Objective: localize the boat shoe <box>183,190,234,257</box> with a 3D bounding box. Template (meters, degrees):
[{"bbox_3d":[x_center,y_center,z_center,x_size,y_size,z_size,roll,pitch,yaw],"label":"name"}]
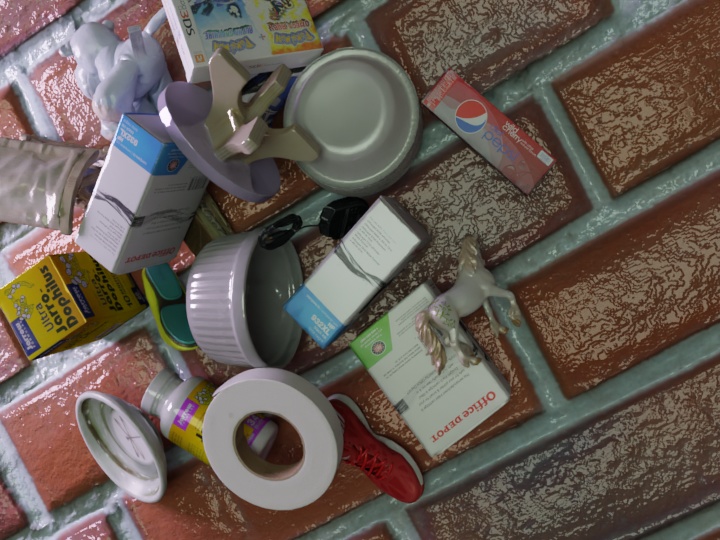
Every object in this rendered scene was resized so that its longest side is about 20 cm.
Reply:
[{"bbox_3d":[-0.262,-0.103,1.228,0.073,0.062,0.202,-35,84,37],"label":"boat shoe"}]

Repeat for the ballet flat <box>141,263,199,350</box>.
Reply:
[{"bbox_3d":[-0.280,0.066,1.197,0.201,0.066,0.068,54,139,41],"label":"ballet flat"}]

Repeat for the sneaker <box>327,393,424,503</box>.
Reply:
[{"bbox_3d":[0.001,0.277,1.163,0.199,0.115,0.079,41,110,9],"label":"sneaker"}]

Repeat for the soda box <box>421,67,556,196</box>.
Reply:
[{"bbox_3d":[0.180,-0.193,1.126,0.200,0.070,0.064,42,100,5],"label":"soda box"}]

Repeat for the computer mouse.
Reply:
[{"bbox_3d":[-0.066,-0.069,1.137,0.034,0.198,0.059,41,129,33],"label":"computer mouse"}]

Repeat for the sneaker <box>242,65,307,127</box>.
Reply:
[{"bbox_3d":[-0.152,-0.238,1.196,0.199,0.076,0.077,-36,112,9],"label":"sneaker"}]

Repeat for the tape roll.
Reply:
[{"bbox_3d":[-0.121,0.232,1.104,0.198,0.037,0.207,5,110,13],"label":"tape roll"}]

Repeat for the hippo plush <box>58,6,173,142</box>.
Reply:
[{"bbox_3d":[-0.369,-0.289,1.172,0.159,0.160,0.202,25,140,19],"label":"hippo plush"}]

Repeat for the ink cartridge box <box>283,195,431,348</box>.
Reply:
[{"bbox_3d":[0.000,0.000,1.127,0.084,0.145,0.200,43,100,5],"label":"ink cartridge box"}]

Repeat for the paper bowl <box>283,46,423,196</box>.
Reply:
[{"bbox_3d":[-0.013,-0.212,1.131,0.196,0.104,0.205,-1,84,9],"label":"paper bowl"}]

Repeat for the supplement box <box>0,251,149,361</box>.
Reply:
[{"bbox_3d":[-0.420,0.044,1.190,0.108,0.200,0.110,-32,88,11],"label":"supplement box"}]

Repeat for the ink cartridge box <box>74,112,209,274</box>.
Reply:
[{"bbox_3d":[-0.292,-0.110,1.119,0.083,0.145,0.202,34,111,15],"label":"ink cartridge box"}]

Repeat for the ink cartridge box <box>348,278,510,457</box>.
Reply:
[{"bbox_3d":[0.102,0.138,1.155,0.145,0.084,0.201,-38,86,11],"label":"ink cartridge box"}]

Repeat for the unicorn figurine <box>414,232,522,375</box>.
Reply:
[{"bbox_3d":[0.149,0.038,1.088,0.138,0.199,0.074,53,144,-1],"label":"unicorn figurine"}]

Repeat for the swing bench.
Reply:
[{"bbox_3d":[-0.462,-0.132,1.186,0.195,0.200,0.133,10,95,9],"label":"swing bench"}]

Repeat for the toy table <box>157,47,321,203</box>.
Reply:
[{"bbox_3d":[-0.154,-0.191,1.055,0.116,0.186,0.199,-31,130,34],"label":"toy table"}]

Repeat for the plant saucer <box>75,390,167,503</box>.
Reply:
[{"bbox_3d":[-0.357,0.262,1.241,0.198,0.050,0.203,23,130,29],"label":"plant saucer"}]

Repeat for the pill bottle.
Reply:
[{"bbox_3d":[-0.230,0.230,1.214,0.198,0.104,0.106,29,98,7],"label":"pill bottle"}]

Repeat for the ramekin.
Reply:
[{"bbox_3d":[-0.164,0.042,1.147,0.103,0.200,0.205,-2,93,19],"label":"ramekin"}]

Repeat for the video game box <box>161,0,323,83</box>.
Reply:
[{"bbox_3d":[-0.172,-0.364,1.124,0.197,0.047,0.185,-16,79,-26],"label":"video game box"}]
